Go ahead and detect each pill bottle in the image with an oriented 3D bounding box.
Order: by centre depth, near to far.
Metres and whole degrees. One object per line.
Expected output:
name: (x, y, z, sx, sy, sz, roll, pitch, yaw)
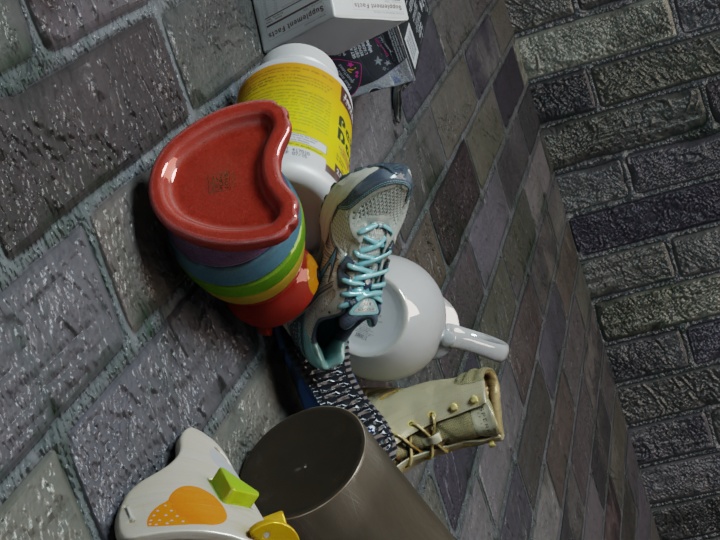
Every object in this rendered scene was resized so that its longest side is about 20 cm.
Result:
pill bottle: (-0.062, -0.111, 1.381, 0.201, 0.108, 0.110, -87, 157, -47)

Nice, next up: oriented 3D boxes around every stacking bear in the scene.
stacking bear: (-0.086, -0.022, 1.224, 0.201, 0.112, 0.123, 70, 11, -60)

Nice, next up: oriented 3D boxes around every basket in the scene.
basket: (-0.005, 0.216, 1.265, 0.181, 0.135, 0.201, -86, 153, -50)

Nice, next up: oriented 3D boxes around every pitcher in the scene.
pitcher: (0.054, 0.054, 1.542, 0.200, 0.170, 0.123, 16, 89, -74)

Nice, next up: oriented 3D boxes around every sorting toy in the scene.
sorting toy: (-0.088, 0.198, 1.093, 0.180, 0.106, 0.202, -116, -176, -64)

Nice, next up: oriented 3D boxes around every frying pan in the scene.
frying pan: (0.048, -0.286, 2.081, 0.191, 0.031, 0.116, -81, 151, -61)

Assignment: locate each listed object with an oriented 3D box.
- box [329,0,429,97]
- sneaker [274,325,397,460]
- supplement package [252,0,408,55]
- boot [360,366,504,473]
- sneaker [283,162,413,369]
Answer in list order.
box: (-0.001, -0.293, 1.752, 0.201, 0.113, 0.133, -77, 150, -57)
sneaker: (-0.034, 0.106, 1.389, 0.202, 0.065, 0.079, 64, -29, 20)
supplement package: (-0.045, -0.329, 1.568, 0.109, 0.113, 0.203, -7, 82, -46)
boot: (0.053, 0.160, 1.458, 0.200, 0.154, 0.074, -63, 138, -63)
sneaker: (0.000, 0.000, 1.294, 0.077, 0.201, 0.087, 2, 44, -31)
